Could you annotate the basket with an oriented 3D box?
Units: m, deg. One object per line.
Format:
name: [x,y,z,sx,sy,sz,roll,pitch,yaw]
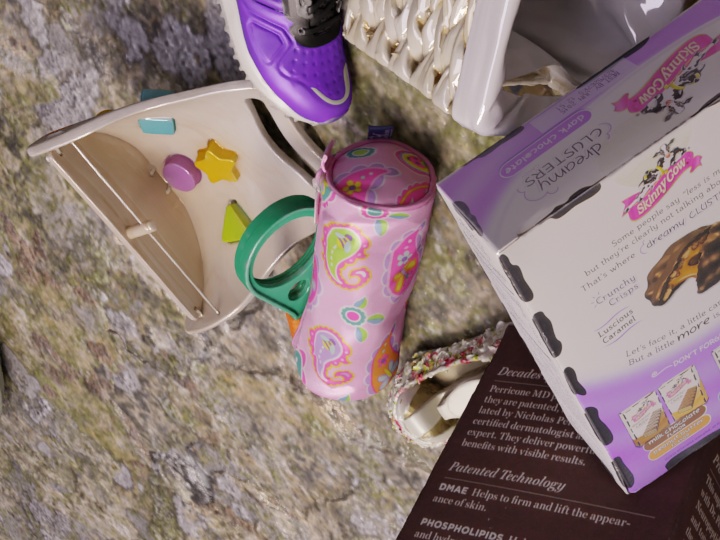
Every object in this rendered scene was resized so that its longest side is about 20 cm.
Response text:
basket: [0.088,-0.183,0.644,0.123,0.135,0.200,37,124,40]

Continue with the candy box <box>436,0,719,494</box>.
candy box: [0.156,-0.008,0.650,0.200,0.168,0.072,57,179,-38]

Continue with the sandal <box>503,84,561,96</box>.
sandal: [0.121,-0.111,0.763,0.200,0.054,0.080,55,136,21]

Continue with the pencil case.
pencil case: [0.000,0.000,0.918,0.087,0.087,0.200,31,136,23]

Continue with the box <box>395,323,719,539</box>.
box: [0.146,0.164,0.773,0.164,0.200,0.166,3,139,39]

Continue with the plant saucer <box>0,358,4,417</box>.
plant saucer: [-0.451,0.087,1.428,0.200,0.050,0.200,23,130,31]

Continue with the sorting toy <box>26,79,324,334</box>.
sorting toy: [-0.109,-0.071,0.969,0.180,0.107,0.200,-17,125,32]

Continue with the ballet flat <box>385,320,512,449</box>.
ballet flat: [0.067,0.090,0.936,0.076,0.064,0.200,51,140,0]

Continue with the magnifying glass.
magnifying glass: [-0.048,0.017,0.973,0.022,0.080,0.200,45,160,29]

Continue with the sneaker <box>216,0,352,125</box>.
sneaker: [-0.042,-0.192,0.839,0.099,0.070,0.200,-10,110,44]
